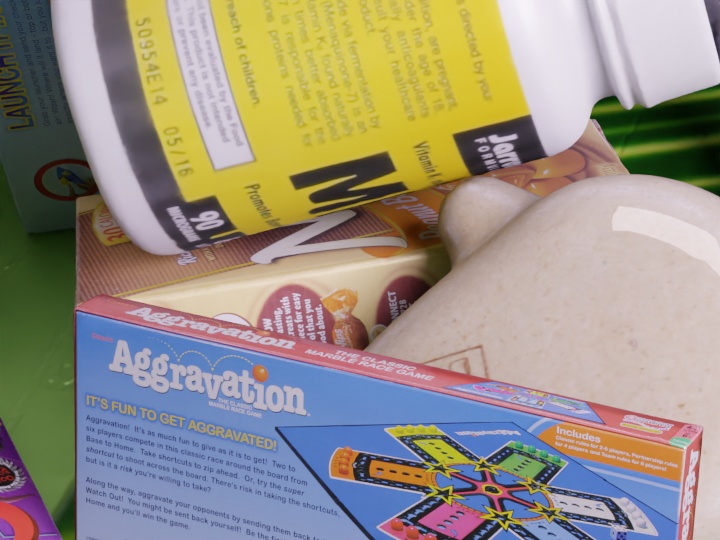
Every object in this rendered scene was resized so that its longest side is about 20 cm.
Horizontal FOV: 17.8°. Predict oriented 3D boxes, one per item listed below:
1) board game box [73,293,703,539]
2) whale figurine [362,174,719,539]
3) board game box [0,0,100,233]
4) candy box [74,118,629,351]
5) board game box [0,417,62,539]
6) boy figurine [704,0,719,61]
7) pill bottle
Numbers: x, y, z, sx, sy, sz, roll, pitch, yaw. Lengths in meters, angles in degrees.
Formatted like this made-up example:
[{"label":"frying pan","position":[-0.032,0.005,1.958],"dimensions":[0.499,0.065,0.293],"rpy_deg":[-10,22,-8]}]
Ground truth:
[{"label":"board game box","position":[0.002,0.075,0.691],"dimensions":[0.199,0.103,0.019],"rpy_deg":[12,22,24]},{"label":"whale figurine","position":[0.054,0.049,0.735],"dimensions":[0.200,0.104,0.160],"rpy_deg":[-18,70,19]},{"label":"board game box","position":[-0.049,-0.103,0.862],"dimensions":[0.195,0.200,0.056],"rpy_deg":[-7,56,0]},{"label":"candy box","position":[0.000,0.000,0.820],"dimensions":[0.199,0.055,0.115],"rpy_deg":[-9,21,-4]},{"label":"board game box","position":[-0.205,0.071,0.737],"dimensions":[0.199,0.032,0.120],"rpy_deg":[1,34,-29]},{"label":"boy figurine","position":[0.114,-0.129,0.942],"dimensions":[0.124,0.065,0.200],"rpy_deg":[-5,22,-9]},{"label":"pill bottle","position":[0.010,-0.082,0.753],"dimensions":[0.199,0.114,0.114],"rpy_deg":[-14,34,10]}]
